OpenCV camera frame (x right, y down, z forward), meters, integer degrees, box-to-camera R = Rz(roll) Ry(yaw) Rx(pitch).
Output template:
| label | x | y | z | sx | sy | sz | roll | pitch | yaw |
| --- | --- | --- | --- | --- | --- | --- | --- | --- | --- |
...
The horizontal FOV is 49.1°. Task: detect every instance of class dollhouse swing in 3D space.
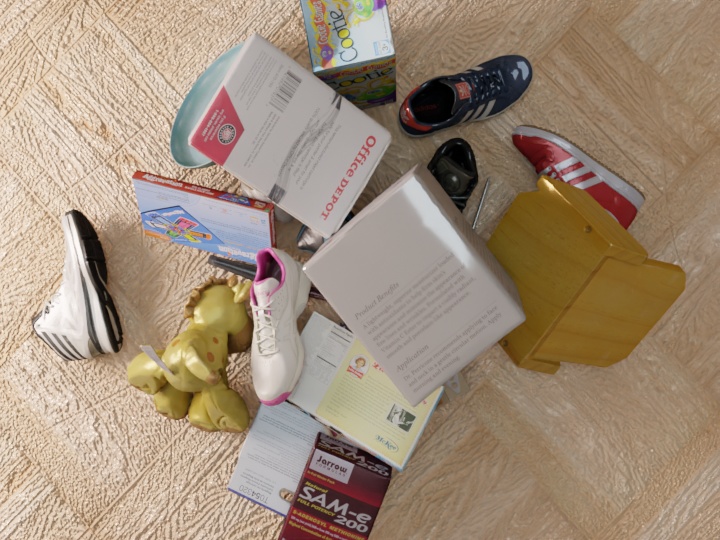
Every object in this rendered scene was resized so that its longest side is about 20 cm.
| label | x | y | z | sx | sy | sz | roll | pitch | yaw |
| --- | --- | --- | --- | --- | --- | --- | --- | --- | --- |
| dollhouse swing | 0.276 | 0.010 | 1.013 | 0.183 | 0.173 | 0.202 | 53 | 128 | 33 |

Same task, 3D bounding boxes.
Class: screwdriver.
| label | x | y | z | sx | sy | sz | roll | pitch | yaw |
| --- | --- | --- | --- | --- | --- | --- | --- | --- | --- |
| screwdriver | 0.147 | -0.029 | 1.067 | 0.029 | 0.028 | 0.204 | 23 | 92 | 33 |

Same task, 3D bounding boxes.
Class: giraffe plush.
| label | x | y | z | sx | sy | sz | roll | pitch | yaw |
| --- | --- | --- | --- | --- | --- | --- | --- | --- | --- |
| giraffe plush | -0.202 | 0.093 | 1.034 | 0.168 | 0.202 | 0.164 | 13 | 54 | 16 |

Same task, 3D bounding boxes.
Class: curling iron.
| label | x | y | z | sx | sy | sz | roll | pitch | yaw |
| --- | --- | --- | --- | --- | --- | --- | --- | --- | --- |
| curling iron | -0.114 | 0.004 | 1.084 | 0.194 | 0.026 | 0.051 | 10 | 85 | 3 |

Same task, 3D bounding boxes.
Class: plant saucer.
| label | x | y | z | sx | sy | sz | roll | pitch | yaw |
| --- | --- | --- | --- | --- | --- | --- | --- | --- | --- |
| plant saucer | -0.176 | -0.217 | 1.047 | 0.197 | 0.027 | 0.204 | -23 | 50 | 30 |

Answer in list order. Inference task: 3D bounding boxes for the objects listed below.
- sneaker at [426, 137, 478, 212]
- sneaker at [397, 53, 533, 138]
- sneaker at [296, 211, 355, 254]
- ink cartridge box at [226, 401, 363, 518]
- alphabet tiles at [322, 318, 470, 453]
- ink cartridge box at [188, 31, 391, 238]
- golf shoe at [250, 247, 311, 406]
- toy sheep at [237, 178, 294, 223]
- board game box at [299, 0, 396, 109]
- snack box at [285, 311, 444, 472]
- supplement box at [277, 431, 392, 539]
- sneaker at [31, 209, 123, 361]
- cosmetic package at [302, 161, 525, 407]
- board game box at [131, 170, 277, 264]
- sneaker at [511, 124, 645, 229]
| label | x | y | z | sx | sy | sz | roll | pitch | yaw |
| --- | --- | --- | --- | --- | --- | --- | --- | --- | --- |
| sneaker | 0.103 | -0.079 | 1.033 | 0.074 | 0.114 | 0.204 | 18 | 90 | 6 |
| sneaker | 0.144 | -0.236 | 1.052 | 0.196 | 0.085 | 0.076 | -26 | 86 | 1 |
| sneaker | 0.000 | 0.000 | 1.049 | 0.082 | 0.073 | 0.201 | -41 | 92 | 18 |
| ink cartridge box | -0.054 | 0.236 | 1.060 | 0.193 | 0.043 | 0.204 | 24 | 89 | 2 |
| alphabet tiles | 0.023 | 0.132 | 1.046 | 0.197 | 0.008 | 0.170 | -28 | 78 | -12 |
| ink cartridge box | -0.083 | -0.156 | 0.931 | 0.198 | 0.083 | 0.147 | 33 | 91 | -18 |
| golf shoe | -0.114 | 0.065 | 0.988 | 0.074 | 0.092 | 0.204 | -11 | 57 | 21 |
| toy sheep | -0.099 | -0.133 | 1.040 | 0.199 | 0.138 | 0.139 | -40 | 85 | 15 |
| board game box | -0.010 | -0.282 | 1.006 | 0.100 | 0.200 | 0.108 | -11 | 87 | 3 |
| snack box | -0.004 | 0.153 | 1.007 | 0.197 | 0.037 | 0.118 | 29 | 74 | 11 |
| supplement box | -0.042 | 0.323 | 1.000 | 0.106 | 0.061 | 0.204 | 20 | 98 | 0 |
| sneaker | -0.405 | 0.026 | 1.075 | 0.112 | 0.076 | 0.206 | -15 | 88 | 1 |
| cosmetic package | 0.065 | 0.008 | 0.915 | 0.164 | 0.165 | 0.201 | -38 | 94 | 13 |
| board game box | -0.205 | -0.067 | 1.050 | 0.195 | 0.104 | 0.020 | 15 | 46 | 11 |
| sneaker | 0.268 | -0.100 | 1.045 | 0.197 | 0.071 | 0.114 | 32 | 86 | 2 |
